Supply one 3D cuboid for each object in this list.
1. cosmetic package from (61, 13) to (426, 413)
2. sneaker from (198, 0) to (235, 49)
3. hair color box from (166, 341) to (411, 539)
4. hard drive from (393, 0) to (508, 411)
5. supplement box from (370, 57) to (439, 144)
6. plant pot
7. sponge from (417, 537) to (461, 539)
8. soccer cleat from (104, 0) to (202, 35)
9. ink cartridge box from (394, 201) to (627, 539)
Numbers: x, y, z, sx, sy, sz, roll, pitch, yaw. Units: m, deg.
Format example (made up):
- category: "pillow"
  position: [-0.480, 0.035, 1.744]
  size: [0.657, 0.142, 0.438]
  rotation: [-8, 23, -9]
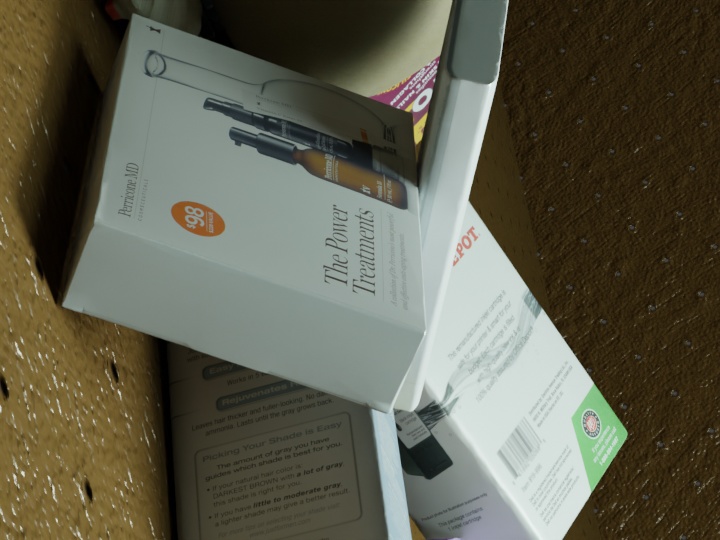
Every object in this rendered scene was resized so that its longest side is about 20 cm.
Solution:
- category: "cosmetic package"
  position: [-0.049, -0.031, 0.969]
  size: [0.201, 0.150, 0.052]
  rotation: [-92, -158, -58]
- category: "sneaker"
  position: [-0.057, -0.099, 1.258]
  size: [0.201, 0.075, 0.088]
  rotation: [-99, 175, -51]
- category: "hair color box"
  position: [-0.034, 0.084, 1.000]
  size: [0.061, 0.098, 0.201]
  rotation: [65, 13, -49]
- category: "hard drive"
  position: [0.041, -0.048, 1.064]
  size: [0.132, 0.026, 0.201]
  rotation: [-79, -179, -52]
- category: "supplement box"
  position: [0.001, -0.167, 1.435]
  size: [0.103, 0.131, 0.200]
  rotation: [41, -3, 21]
- category: "plant pot"
  position: [-0.010, -0.175, 1.169]
  size: [0.201, 0.199, 0.135]
  rotation: [-92, -163, -57]
- category: "sponge"
  position: [0.045, 0.260, 1.262]
  size: [0.112, 0.030, 0.202]
  rotation: [47, 41, -81]
- category: "soccer cleat"
  position: [-0.109, -0.187, 1.078]
  size: [0.201, 0.077, 0.070]
  rotation: [65, 13, -48]
- category: "ink cartridge box"
  position: [0.065, 0.075, 1.363]
  size: [0.201, 0.083, 0.147]
  rotation: [55, 40, -9]
